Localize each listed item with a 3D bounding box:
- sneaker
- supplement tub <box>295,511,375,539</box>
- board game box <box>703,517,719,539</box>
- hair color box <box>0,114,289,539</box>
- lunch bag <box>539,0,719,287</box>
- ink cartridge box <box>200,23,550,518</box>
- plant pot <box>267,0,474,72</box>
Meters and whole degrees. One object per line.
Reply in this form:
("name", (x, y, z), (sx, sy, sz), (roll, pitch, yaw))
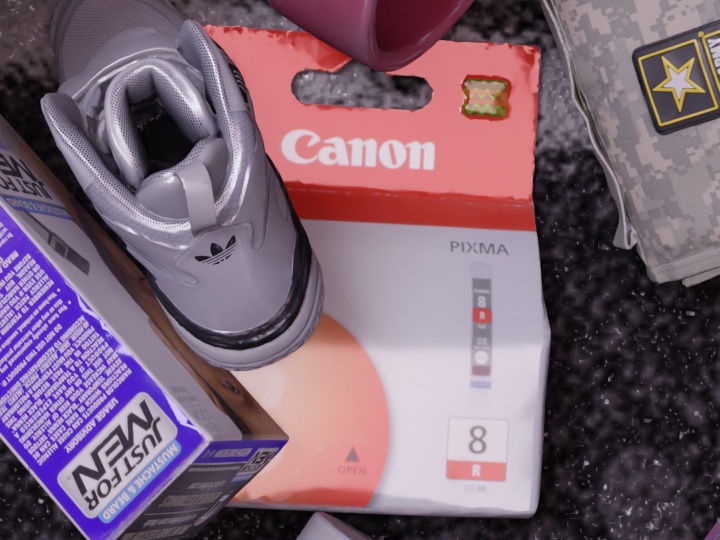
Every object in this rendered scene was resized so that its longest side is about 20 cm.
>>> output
("sneaker", (-0.079, -0.065, 0.762), (0.075, 0.115, 0.201), (-27, 56, -3))
("supplement tub", (-0.018, 0.214, 0.794), (0.131, 0.132, 0.201), (33, 87, -5))
("board game box", (0.232, 0.134, 0.865), (0.153, 0.040, 0.200), (38, 86, -4))
("hair color box", (-0.125, 0.012, 0.768), (0.065, 0.109, 0.200), (-43, 78, 7))
("lunch bag", (0.179, -0.101, 0.824), (0.199, 0.118, 0.165), (-22, 95, -2))
("ink cartridge box", (0.000, 0.000, 0.839), (0.161, 0.050, 0.202), (3, 93, -6))
("plant pot", (-0.015, -0.206, 0.777), (0.178, 0.200, 0.201), (32, 87, 11))
